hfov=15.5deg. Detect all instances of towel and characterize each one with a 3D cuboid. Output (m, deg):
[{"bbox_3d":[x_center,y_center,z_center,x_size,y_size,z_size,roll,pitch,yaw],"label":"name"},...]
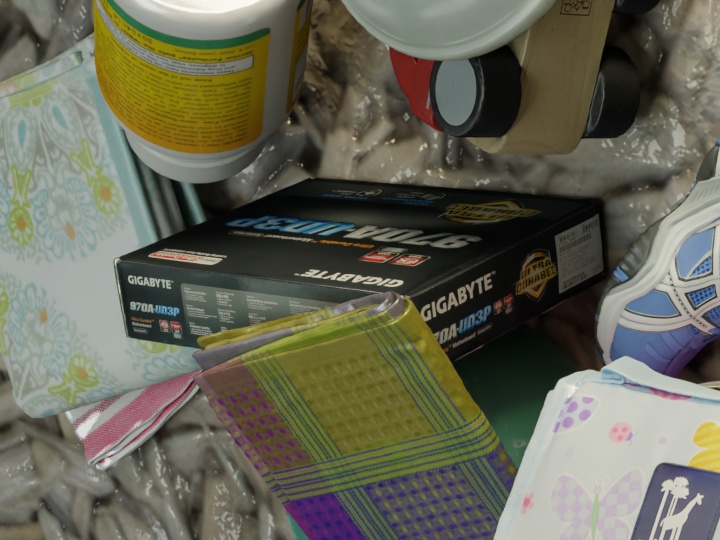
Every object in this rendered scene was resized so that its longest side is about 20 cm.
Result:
[{"bbox_3d":[-0.167,0.004,1.589,0.146,0.030,0.200,-44,73,40],"label":"towel"},{"bbox_3d":[-0.162,-0.025,1.533,0.171,0.048,0.200,-18,90,44],"label":"towel"},{"bbox_3d":[0.019,0.098,1.262,0.144,0.023,0.200,-18,115,41],"label":"towel"}]

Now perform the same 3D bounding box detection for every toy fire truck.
[{"bbox_3d":[0.043,-0.168,1.298,0.200,0.129,0.176,38,123,52],"label":"toy fire truck"}]

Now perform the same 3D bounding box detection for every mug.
[{"bbox_3d":[0.036,0.121,1.384,0.152,0.114,0.185,46,129,22],"label":"mug"}]

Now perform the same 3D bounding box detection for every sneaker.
[{"bbox_3d":[0.178,-0.002,1.242,0.077,0.076,0.200,48,134,19],"label":"sneaker"}]

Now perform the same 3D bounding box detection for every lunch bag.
[{"bbox_3d":[0.143,0.147,1.075,0.169,0.127,0.200,14,107,35],"label":"lunch bag"}]

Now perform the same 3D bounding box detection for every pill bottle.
[{"bbox_3d":[-0.082,-0.126,1.372,0.113,0.113,0.200,51,162,17],"label":"pill bottle"}]

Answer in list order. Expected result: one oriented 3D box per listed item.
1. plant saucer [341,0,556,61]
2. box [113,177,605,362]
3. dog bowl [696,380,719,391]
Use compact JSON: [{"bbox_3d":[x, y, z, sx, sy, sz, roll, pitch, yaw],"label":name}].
[{"bbox_3d":[0.030,-0.197,1.199,0.200,0.050,0.200,-2,87,47],"label":"plant saucer"},{"bbox_3d":[0.000,0.000,1.345,0.200,0.159,0.046,7,112,41],"label":"box"},{"bbox_3d":[0.168,0.140,1.172,0.200,0.059,0.200,15,113,37],"label":"dog bowl"}]
